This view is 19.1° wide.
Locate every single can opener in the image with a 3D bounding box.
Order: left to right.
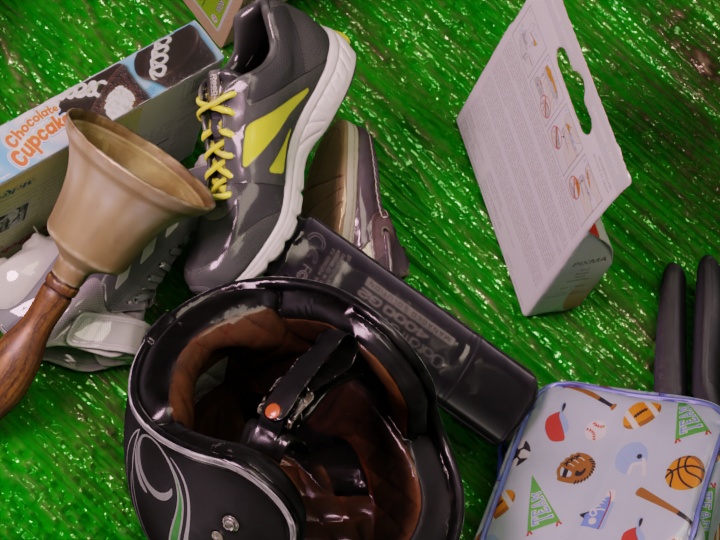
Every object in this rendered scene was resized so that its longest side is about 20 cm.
[{"bbox_3d":[0.225,0.080,1.462,0.063,0.079,0.201,-13,58,18],"label":"can opener"}]

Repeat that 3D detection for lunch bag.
[{"bbox_3d":[0.150,0.162,1.347,0.159,0.076,0.201,5,53,29],"label":"lunch bag"}]

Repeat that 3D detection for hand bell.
[{"bbox_3d":[-0.182,0.015,1.287,0.104,0.104,0.201,33,102,0],"label":"hand bell"}]

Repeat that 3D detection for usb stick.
[{"bbox_3d":[0.027,0.038,1.358,0.199,0.033,0.056,36,76,-12],"label":"usb stick"}]

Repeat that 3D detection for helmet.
[{"bbox_3d":[-0.041,0.120,1.266,0.198,0.192,0.201,-9,42,9],"label":"helmet"}]

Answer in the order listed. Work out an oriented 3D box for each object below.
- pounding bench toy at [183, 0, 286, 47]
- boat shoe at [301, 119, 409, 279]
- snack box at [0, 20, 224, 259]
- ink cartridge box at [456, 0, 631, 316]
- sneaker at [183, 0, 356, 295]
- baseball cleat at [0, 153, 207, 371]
[{"bbox_3d":[-0.049,-0.281,1.462,0.155,0.200,0.125,-31,77,-29],"label":"pounding bench toy"},{"bbox_3d":[0.000,0.000,1.413,0.064,0.072,0.202,9,67,-24],"label":"boat shoe"},{"bbox_3d":[-0.182,-0.073,1.358,0.199,0.116,0.037,-33,74,-30],"label":"snack box"},{"bbox_3d":[0.133,-0.084,1.422,0.050,0.200,0.163,-9,67,-23],"label":"ink cartridge box"},{"bbox_3d":[-0.076,-0.080,1.338,0.084,0.074,0.201,36,64,-35],"label":"sneaker"},{"bbox_3d":[-0.142,0.000,1.373,0.199,0.070,0.107,-28,82,-19],"label":"baseball cleat"}]
